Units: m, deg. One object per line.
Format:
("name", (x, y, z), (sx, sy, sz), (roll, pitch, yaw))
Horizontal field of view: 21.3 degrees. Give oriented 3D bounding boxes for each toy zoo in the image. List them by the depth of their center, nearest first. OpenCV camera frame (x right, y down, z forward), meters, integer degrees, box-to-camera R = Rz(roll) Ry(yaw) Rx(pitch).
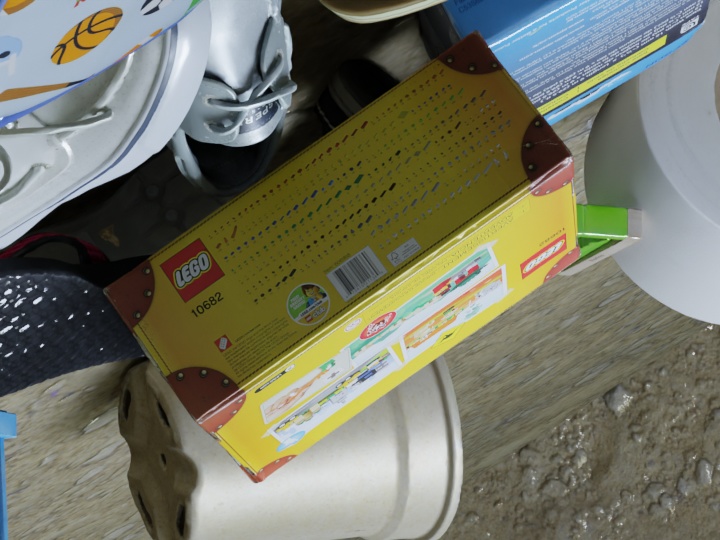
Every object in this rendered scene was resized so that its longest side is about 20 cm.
("toy zoo", (0.059, -0.023, 1.196), (0.200, 0.021, 0.131), (3, 169, -13))

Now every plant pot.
("plant pot", (-0.058, 0.111, 1.304), (0.183, 0.201, 0.200), (-12, 160, -26))

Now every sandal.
("sandal", (-0.138, 0.014, 0.856), (0.075, 0.045, 0.200), (-51, 161, 20))

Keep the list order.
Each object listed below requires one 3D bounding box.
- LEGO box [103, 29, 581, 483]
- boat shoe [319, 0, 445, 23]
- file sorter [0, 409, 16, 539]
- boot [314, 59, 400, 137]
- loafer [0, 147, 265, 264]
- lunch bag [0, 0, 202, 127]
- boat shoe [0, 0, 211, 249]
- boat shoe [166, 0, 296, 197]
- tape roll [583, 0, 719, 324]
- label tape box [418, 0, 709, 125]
("LEGO box", (0.000, 0.000, 0.881), (0.200, 0.077, 0.149), (-35, 162, -4))
("boat shoe", (0.069, -0.155, 0.781), (0.200, 0.074, 0.066), (-30, 162, -4))
("file sorter", (-0.260, 0.125, 0.893), (0.139, 0.123, 0.200), (-5, 172, 11))
("boot", (-0.018, -0.029, 1.016), (0.154, 0.073, 0.204), (-43, 169, 8))
("loafer", (-0.132, 0.005, 0.945), (0.200, 0.070, 0.070), (-30, 159, -5))
("lunch bag", (-0.068, -0.125, 0.532), (0.160, 0.076, 0.200), (-36, 172, -39))
("boat shoe", (-0.140, -0.058, 0.708), (0.086, 0.075, 0.202), (-14, 169, -46))
("boat shoe", (-0.053, -0.085, 0.776), (0.070, 0.072, 0.201), (-28, 167, -12))
("tape roll", (0.253, -0.079, 1.201), (0.202, 0.203, 0.139), (-27, 168, -15))
("label tape box", (0.104, -0.135, 0.961), (0.143, 0.066, 0.200), (-30, 169, -2))
